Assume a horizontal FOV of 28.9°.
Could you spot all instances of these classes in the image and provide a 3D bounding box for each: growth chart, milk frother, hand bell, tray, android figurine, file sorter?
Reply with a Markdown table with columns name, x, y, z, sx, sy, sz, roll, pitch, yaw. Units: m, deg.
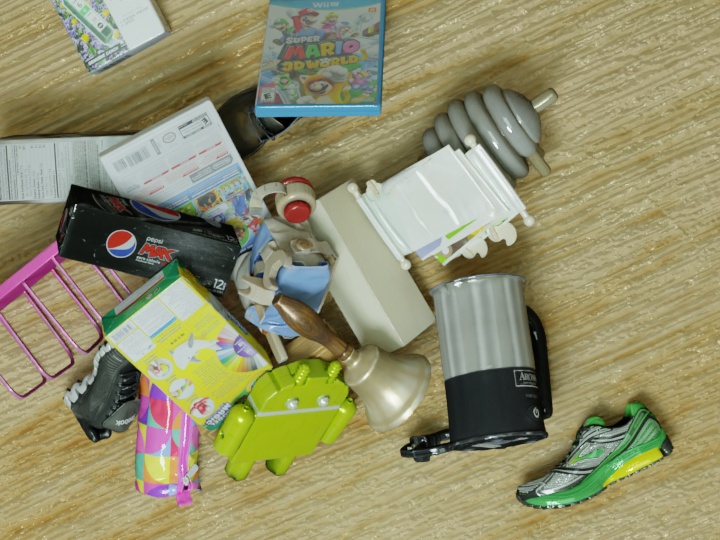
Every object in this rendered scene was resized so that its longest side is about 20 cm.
| name | x | y | z | sx | sy | sz | roll | pitch | yaw |
| --- | --- | --- | --- | --- | --- | --- | --- | --- | --- |
| growth chart | 0.093 | -0.071 | 1.617 | 0.199 | 0.018 | 0.145 | -22 | 106 | 34 |
| milk frother | 0.120 | 0.122 | 1.657 | 0.198 | 0.180 | 0.190 | -11 | 75 | 19 |
| hand bell | -0.023 | 0.088 | 1.582 | 0.200 | 0.104 | 0.104 | 39 | 98 | -27 |
| tray | -0.096 | 0.149 | 1.700 | 0.199 | 0.099 | 0.037 | -35 | 53 | 7 |
| android figurine | -0.087 | 0.177 | 1.673 | 0.201 | 0.181 | 0.041 | -57 | 49 | 33 |
| file sorter | -0.359 | 0.045 | 1.685 | 0.199 | 0.139 | 0.126 | -37 | 94 | 7 |

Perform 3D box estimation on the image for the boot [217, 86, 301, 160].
| name | x | y | z | sx | sy | sz | roll | pitch | yaw |
| --- | --- | --- | --- | --- | --- | --- | --- | --- | --- |
| boot | -0.127 | -0.183 | 1.666 | 0.199 | 0.097 | 0.075 | -32 | 95 | 6 |

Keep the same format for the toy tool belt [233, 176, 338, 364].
| name | x | y | z | sx | sy | sz | roll | pitch | yaw |
| --- | --- | --- | --- | --- | --- | --- | --- | --- | --- |
| toy tool belt | -0.080 | 0.005 | 1.598 | 0.124 | 0.124 | 0.201 | 1 | 138 | -17 |

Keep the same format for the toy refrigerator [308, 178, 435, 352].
| name | x | y | z | sx | sy | sz | roll | pitch | yaw |
| --- | --- | --- | --- | --- | --- | --- | --- | --- | --- |
| toy refrigerator | 0.000 | 0.000 | 1.681 | 0.070 | 0.076 | 0.201 | -28 | 95 | 43 |

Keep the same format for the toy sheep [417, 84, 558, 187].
| name | x | y | z | sx | sy | sz | roll | pitch | yaw |
| --- | --- | --- | --- | --- | --- | --- | --- | --- | --- |
| toy sheep | 0.149 | -0.148 | 1.639 | 0.199 | 0.138 | 0.138 | -37 | 93 | 11 |

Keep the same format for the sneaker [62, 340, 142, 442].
| name | x | y | z | sx | sy | sz | roll | pitch | yaw |
| --- | --- | --- | --- | --- | --- | --- | --- | --- | --- |
| sneaker | -0.291 | 0.144 | 1.680 | 0.200 | 0.066 | 0.091 | -45 | 66 | 43 |

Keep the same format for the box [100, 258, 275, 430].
| name | x | y | z | sx | sy | sz | roll | pitch | yaw |
| --- | --- | --- | --- | --- | --- | --- | --- | --- | --- |
| box | -0.190 | 0.092 | 1.607 | 0.117 | 0.048 | 0.200 | -37 | 122 | 6 |

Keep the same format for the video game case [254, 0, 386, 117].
| name | x | y | z | sx | sy | sz | roll | pitch | yaw |
| --- | --- | --- | --- | --- | --- | --- | --- | --- | --- |
| video game case | -0.044 | -0.250 | 1.621 | 0.142 | 0.201 | 0.018 | 0 | 137 | 4 |

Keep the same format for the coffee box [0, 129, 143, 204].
| name | x | y | z | sx | sy | sz | roll | pitch | yaw |
| --- | --- | --- | --- | --- | --- | --- | --- | --- | --- |
| coffee box | -0.331 | -0.126 | 1.678 | 0.198 | 0.114 | 0.081 | -2 | 97 | 5 |

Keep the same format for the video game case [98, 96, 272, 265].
| name | x | y | z | sx | sy | sz | roll | pitch | yaw |
| --- | --- | --- | --- | --- | --- | --- | --- | --- | --- |
| video game case | -0.194 | -0.084 | 1.622 | 0.142 | 0.018 | 0.201 | -28 | 119 | -2 |

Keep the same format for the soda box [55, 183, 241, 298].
| name | x | y | z | sx | sy | sz | roll | pitch | yaw |
| --- | --- | --- | --- | --- | --- | --- | --- | --- | --- |
| soda box | -0.241 | -0.034 | 1.586 | 0.198 | 0.063 | 0.071 | 15 | 110 | -22 |

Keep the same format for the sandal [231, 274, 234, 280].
| name | x | y | z | sx | sy | sz | roll | pitch | yaw |
| --- | --- | --- | --- | --- | --- | --- | --- | --- | --- |
| sandal | -0.130 | -0.021 | 1.712 | 0.202 | 0.050 | 0.083 | 30 | 111 | -13 |

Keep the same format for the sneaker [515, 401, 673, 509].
| name | x | y | z | sx | sy | sz | roll | pitch | yaw |
| --- | --- | --- | --- | --- | --- | --- | --- | --- | --- |
| sneaker | 0.276 | 0.228 | 1.705 | 0.199 | 0.078 | 0.086 | -28 | 87 | -3 |

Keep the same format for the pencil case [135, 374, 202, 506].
| name | x | y | z | sx | sy | sz | roll | pitch | yaw |
| --- | --- | --- | --- | --- | --- | --- | --- | --- | --- |
| pencil case | -0.233 | 0.182 | 1.720 | 0.087 | 0.088 | 0.202 | 1 | 97 | 3 |

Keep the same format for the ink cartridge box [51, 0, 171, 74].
| name | x | y | z | sx | sy | sz | roll | pitch | yaw |
| --- | --- | --- | --- | --- | --- | --- | --- | --- | --- |
| ink cartridge box | -0.323 | -0.351 | 1.683 | 0.108 | 0.050 | 0.201 | -27 | 95 | 6 |
